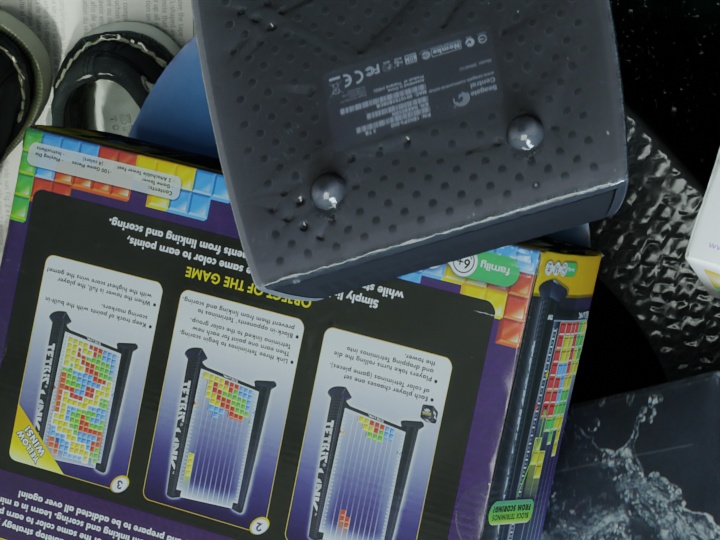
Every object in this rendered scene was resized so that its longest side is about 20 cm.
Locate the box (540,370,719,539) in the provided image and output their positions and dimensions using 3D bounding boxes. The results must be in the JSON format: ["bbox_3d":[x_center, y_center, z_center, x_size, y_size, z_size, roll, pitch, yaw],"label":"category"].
[{"bbox_3d":[0.080,0.157,1.046,0.196,0.117,0.201,-16,67,38],"label":"box"}]

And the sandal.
[{"bbox_3d":[0.132,0.009,1.114,0.076,0.043,0.200,-36,90,17],"label":"sandal"}]

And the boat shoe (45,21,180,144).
[{"bbox_3d":[-0.076,0.008,1.136,0.075,0.060,0.201,-16,105,11],"label":"boat shoe"}]

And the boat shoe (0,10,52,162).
[{"bbox_3d":[-0.188,-0.010,1.135,0.074,0.066,0.199,41,114,-5],"label":"boat shoe"}]

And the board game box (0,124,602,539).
[{"bbox_3d":[-0.033,0.052,1.011,0.199,0.057,0.166,15,97,26],"label":"board game box"}]

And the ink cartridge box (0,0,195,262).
[{"bbox_3d":[-0.090,-0.081,1.165,0.199,0.050,0.162,0,110,0],"label":"ink cartridge box"}]

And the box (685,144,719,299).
[{"bbox_3d":[0.220,-0.014,1.014,0.199,0.112,0.102,19,87,13],"label":"box"}]

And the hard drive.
[{"bbox_3d":[0.014,-0.090,0.971,0.134,0.042,0.201,-16,61,11],"label":"hard drive"}]

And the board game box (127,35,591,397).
[{"bbox_3d":[0.000,0.000,1.058,0.200,0.039,0.158,35,110,27],"label":"board game box"}]
